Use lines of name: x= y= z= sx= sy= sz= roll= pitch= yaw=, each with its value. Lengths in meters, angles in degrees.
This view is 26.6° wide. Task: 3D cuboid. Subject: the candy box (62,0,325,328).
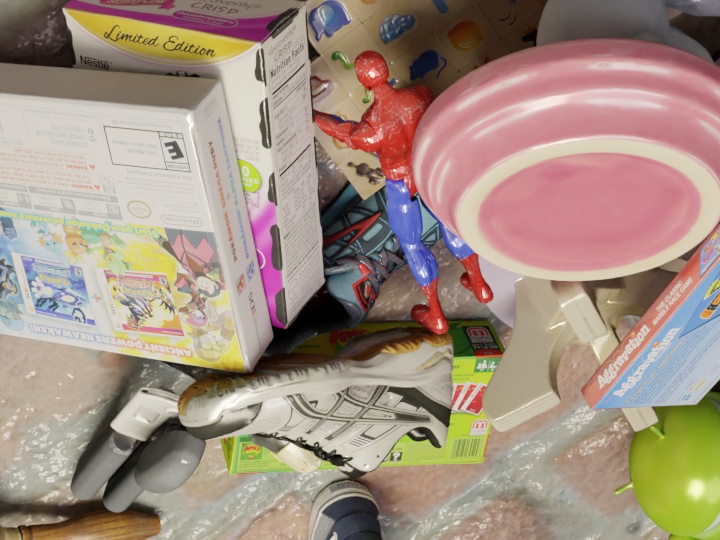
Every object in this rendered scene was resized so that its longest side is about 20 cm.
candy box: x=-0.098 y=-0.072 z=0.934 sx=0.135 sy=0.061 sz=0.201 roll=13 pitch=127 yaw=22

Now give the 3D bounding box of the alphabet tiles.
alphabet tiles: x=0.054 y=-0.140 z=0.971 sx=0.199 sy=0.008 sz=0.167 roll=-36 pitch=119 yaw=5

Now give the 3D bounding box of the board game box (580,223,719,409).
board game box: x=0.230 y=0.018 z=0.960 sx=0.102 sy=0.020 sz=0.201 roll=0 pitch=138 yaw=-37

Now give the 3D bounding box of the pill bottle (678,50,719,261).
pill bottle: x=0.263 y=-0.095 z=1.002 sx=0.199 sy=0.112 sz=0.113 roll=-34 pitch=134 yaw=-32

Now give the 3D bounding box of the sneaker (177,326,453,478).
sneaker: x=-0.019 y=0.094 z=0.968 sx=0.198 sy=0.075 sz=0.089 roll=-9 pitch=99 yaw=-30

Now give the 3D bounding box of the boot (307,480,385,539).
boot: x=-0.013 y=0.272 z=1.217 sx=0.072 sy=0.091 sz=0.201 roll=-6 pitch=125 yaw=-13

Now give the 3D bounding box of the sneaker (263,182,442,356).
sneaker: x=0.000 y=0.000 z=1.032 sx=0.199 sy=0.096 sz=0.079 roll=-33 pitch=126 yaw=5

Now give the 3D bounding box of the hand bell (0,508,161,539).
hand bell: x=-0.240 y=0.198 z=1.115 sx=0.198 sy=0.104 sz=0.105 roll=0 pitch=124 yaw=-31

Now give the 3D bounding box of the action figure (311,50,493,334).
action figure: x=0.018 y=-0.063 z=0.957 sx=0.065 sy=0.099 sz=0.201 roll=-34 pitch=133 yaw=-16

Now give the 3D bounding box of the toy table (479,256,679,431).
toy table: x=0.157 y=0.024 z=1.054 sx=0.183 sy=0.118 sz=0.200 roll=-35 pitch=139 yaw=19

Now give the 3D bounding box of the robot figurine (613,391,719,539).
robot figurine: x=0.303 y=0.158 z=1.219 sx=0.198 sy=0.116 sz=0.176 roll=6 pitch=126 yaw=-20

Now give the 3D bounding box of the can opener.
can opener: x=-0.156 y=0.129 z=1.042 sx=0.052 sy=0.067 sz=0.200 roll=26 pitch=151 yaw=-14

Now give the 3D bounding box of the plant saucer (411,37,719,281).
plant saucer: x=0.129 y=-0.051 z=0.868 sx=0.198 sy=0.051 sz=0.201 roll=1 pitch=150 yaw=1

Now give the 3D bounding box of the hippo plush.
hippo plush: x=0.171 y=-0.167 z=0.875 sx=0.158 sy=0.162 sz=0.200 roll=-11 pitch=141 yaw=40

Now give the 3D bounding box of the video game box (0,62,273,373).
video game box: x=-0.160 y=-0.033 z=0.924 sx=0.198 sy=0.047 sz=0.184 roll=8 pitch=125 yaw=24

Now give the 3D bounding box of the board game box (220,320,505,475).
board game box: x=0.001 y=0.093 z=1.126 sx=0.198 sy=0.048 sz=0.102 roll=-1 pitch=123 yaw=-16

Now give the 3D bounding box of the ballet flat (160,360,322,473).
ballet flat: x=-0.109 y=0.074 z=1.025 sx=0.199 sy=0.066 sz=0.057 roll=37 pitch=80 yaw=5
